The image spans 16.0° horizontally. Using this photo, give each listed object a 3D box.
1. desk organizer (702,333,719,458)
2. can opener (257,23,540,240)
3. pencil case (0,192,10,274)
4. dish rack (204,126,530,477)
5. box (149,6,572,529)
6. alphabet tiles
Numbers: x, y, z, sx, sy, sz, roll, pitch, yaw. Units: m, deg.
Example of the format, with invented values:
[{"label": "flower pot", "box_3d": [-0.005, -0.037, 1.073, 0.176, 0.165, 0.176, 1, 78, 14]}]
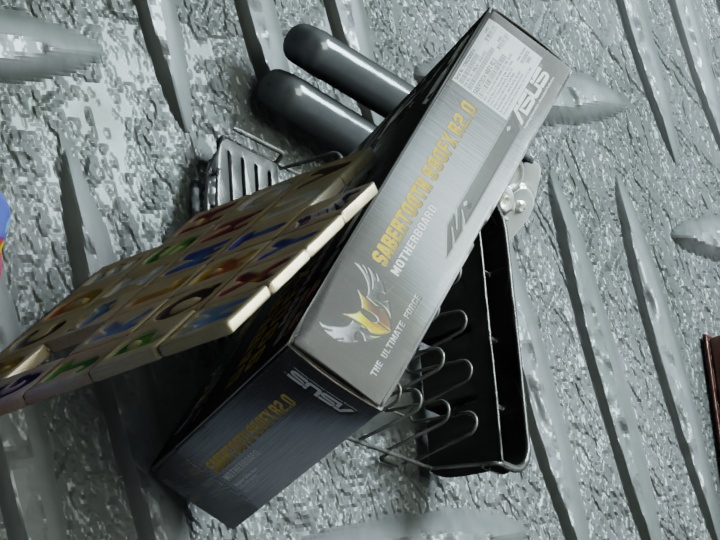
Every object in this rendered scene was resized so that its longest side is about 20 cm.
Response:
[{"label": "desk organizer", "box_3d": [0.270, 0.129, 1.551, 0.072, 0.077, 0.201, 25, 53, -48]}, {"label": "can opener", "box_3d": [0.021, -0.068, 1.326, 0.200, 0.066, 0.053, 28, 90, -44]}, {"label": "pencil case", "box_3d": [-0.176, 0.052, 0.930, 0.087, 0.078, 0.201, 20, 55, -31]}, {"label": "dish rack", "box_3d": [0.001, 0.014, 1.239, 0.200, 0.054, 0.154, 24, 52, -48]}, {"label": "box", "box_3d": [0.000, 0.000, 1.101, 0.048, 0.158, 0.200, 36, 57, -8]}, {"label": "alphabet tiles", "box_3d": [-0.073, 0.003, 1.027, 0.008, 0.167, 0.200, 62, 33, -12]}]
